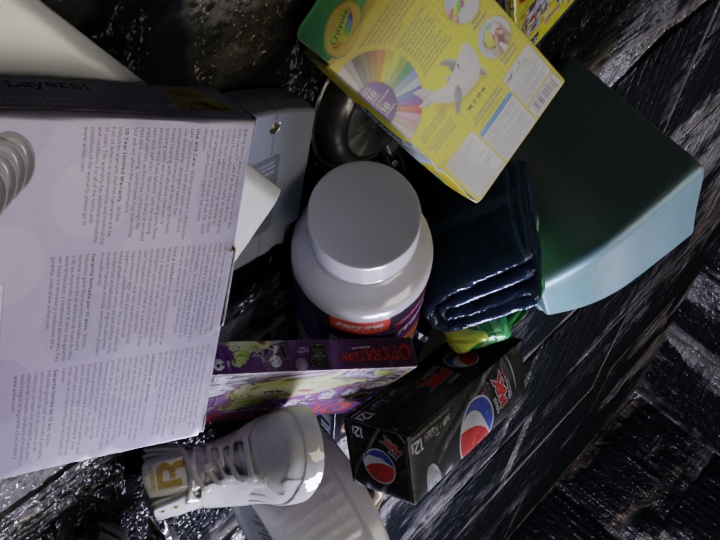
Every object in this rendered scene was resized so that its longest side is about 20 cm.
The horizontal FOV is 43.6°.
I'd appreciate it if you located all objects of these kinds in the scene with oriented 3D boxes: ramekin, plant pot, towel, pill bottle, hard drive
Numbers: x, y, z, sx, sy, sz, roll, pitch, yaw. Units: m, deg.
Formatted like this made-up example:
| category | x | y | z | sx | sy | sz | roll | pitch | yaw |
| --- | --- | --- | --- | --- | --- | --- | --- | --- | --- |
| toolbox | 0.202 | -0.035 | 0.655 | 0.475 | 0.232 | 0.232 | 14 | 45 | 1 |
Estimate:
| category | x | y | z | sx | sy | sz | roll | pitch | yaw |
| --- | --- | --- | --- | --- | --- | --- | --- | --- | --- |
| ramekin | -0.057 | 0.244 | 0.877 | 0.093 | 0.203 | 0.204 | -29 | 148 | -22 |
| plant pot | 0.236 | -0.068 | 1.010 | 0.200 | 0.196 | 0.196 | -44 | 156 | 0 |
| towel | 0.108 | -0.030 | 0.816 | 0.049 | 0.110 | 0.202 | 58 | 22 | -27 |
| pill bottle | 0.000 | 0.000 | 0.711 | 0.111 | 0.111 | 0.201 | -45 | 165 | -18 |
| hard drive | -0.143 | -0.038 | 0.469 | 0.133 | 0.027 | 0.199 | -54 | 139 | 0 |

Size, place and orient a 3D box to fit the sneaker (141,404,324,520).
| category | x | y | z | sx | sy | sz | roll | pitch | yaw |
| --- | --- | --- | --- | --- | --- | --- | --- | --- | --- |
| sneaker | -0.112 | 0.160 | 0.712 | 0.113 | 0.075 | 0.200 | -4 | 160 | -31 |

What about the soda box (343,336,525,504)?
| category | x | y | z | sx | sy | sz | roll | pitch | yaw |
| --- | --- | --- | --- | --- | --- | --- | --- | --- | --- |
| soda box | 0.073 | 0.122 | 0.799 | 0.199 | 0.070 | 0.065 | -30 | 120 | -46 |

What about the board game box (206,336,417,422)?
| category | x | y | z | sx | sy | sz | roll | pitch | yaw |
| --- | --- | --- | --- | --- | --- | --- | --- | --- | --- |
| board game box | -0.067 | 0.086 | 0.689 | 0.196 | 0.033 | 0.120 | 1 | 158 | -33 |

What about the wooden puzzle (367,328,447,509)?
| category | x | y | z | sx | sy | sz | roll | pitch | yaw |
| --- | --- | --- | --- | --- | --- | --- | --- | --- | --- |
| wooden puzzle | 0.030 | 0.159 | 0.915 | 0.201 | 0.045 | 0.187 | 100 | 15 | -60 |

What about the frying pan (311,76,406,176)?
| category | x | y | z | sx | sy | sz | roll | pitch | yaw |
| --- | --- | --- | --- | --- | --- | --- | --- | --- | --- |
| frying pan | 0.007 | -0.106 | 0.730 | 0.114 | 0.031 | 0.192 | -40 | 150 | -26 |

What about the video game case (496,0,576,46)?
| category | x | y | z | sx | sy | sz | roll | pitch | yaw |
| --- | --- | --- | --- | --- | --- | --- | --- | --- | --- |
| video game case | 0.186 | -0.307 | 0.793 | 0.201 | 0.025 | 0.182 | -49 | 155 | -14 |

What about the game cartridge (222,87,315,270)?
| category | x | y | z | sx | sy | sz | roll | pitch | yaw |
| --- | --- | --- | --- | --- | --- | --- | --- | --- | --- |
| game cartridge | -0.112 | -0.042 | 0.583 | 0.199 | 0.040 | 0.135 | -32 | 152 | -40 |

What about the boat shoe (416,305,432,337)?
| category | x | y | z | sx | sy | sz | roll | pitch | yaw |
| --- | --- | --- | --- | --- | --- | --- | --- | --- | --- |
| boat shoe | 0.102 | 0.039 | 0.943 | 0.200 | 0.070 | 0.066 | 43 | 49 | -58 |

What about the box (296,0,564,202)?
| category | x | y | z | sx | sy | sz | roll | pitch | yaw |
| --- | --- | --- | --- | --- | --- | --- | --- | --- | --- |
| box | 0.048 | -0.151 | 0.638 | 0.199 | 0.048 | 0.118 | 36 | 91 | -37 |

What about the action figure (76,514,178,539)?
| category | x | y | z | sx | sy | sz | roll | pitch | yaw |
| --- | --- | --- | --- | --- | --- | --- | --- | --- | --- |
| action figure | -0.226 | 0.273 | 0.755 | 0.199 | 0.069 | 0.132 | -37 | 144 | -41 |

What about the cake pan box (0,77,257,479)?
| category | x | y | z | sx | sy | sz | roll | pitch | yaw |
| --- | --- | --- | --- | --- | --- | --- | --- | --- | --- |
| cake pan box | -0.151 | 0.011 | 0.438 | 0.181 | 0.052 | 0.204 | -7 | 121 | -37 |

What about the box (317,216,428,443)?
| category | x | y | z | sx | sy | sz | roll | pitch | yaw |
| --- | --- | --- | --- | --- | --- | --- | --- | --- | --- |
| box | 0.025 | 0.065 | 0.958 | 0.198 | 0.049 | 0.202 | -39 | 152 | -29 |

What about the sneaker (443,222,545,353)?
| category | x | y | z | sx | sy | sz | roll | pitch | yaw |
| --- | --- | --- | --- | --- | --- | --- | --- | --- | --- |
| sneaker | 0.142 | 0.007 | 0.856 | 0.075 | 0.082 | 0.201 | 63 | 39 | -29 |
